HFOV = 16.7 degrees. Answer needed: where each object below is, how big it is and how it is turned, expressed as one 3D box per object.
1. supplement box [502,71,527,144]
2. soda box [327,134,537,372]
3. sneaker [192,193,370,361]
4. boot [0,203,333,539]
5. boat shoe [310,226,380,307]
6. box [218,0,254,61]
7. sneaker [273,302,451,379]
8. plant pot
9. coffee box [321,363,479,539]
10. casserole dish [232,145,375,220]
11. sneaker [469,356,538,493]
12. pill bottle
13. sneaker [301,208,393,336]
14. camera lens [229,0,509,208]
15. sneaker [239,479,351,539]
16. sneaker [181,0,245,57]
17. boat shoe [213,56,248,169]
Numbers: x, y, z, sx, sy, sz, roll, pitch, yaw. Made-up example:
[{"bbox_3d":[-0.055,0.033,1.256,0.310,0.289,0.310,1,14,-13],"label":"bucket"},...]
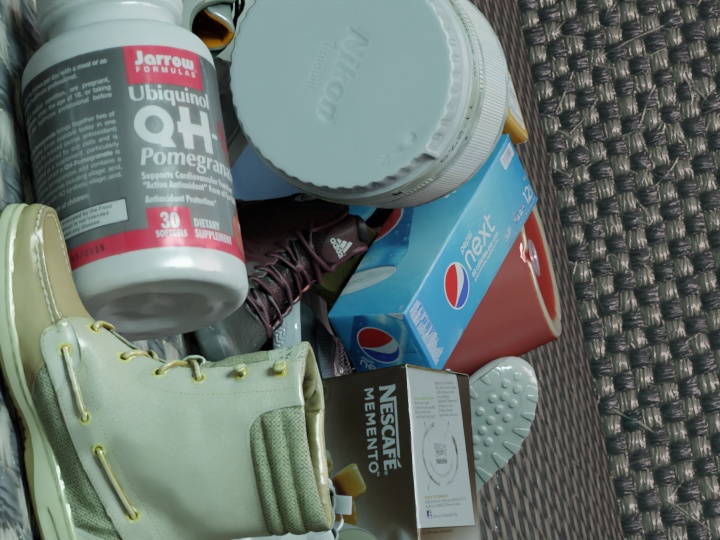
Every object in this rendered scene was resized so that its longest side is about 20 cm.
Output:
[{"bbox_3d":[0.080,-0.139,1.929,0.200,0.066,0.069,39,35,-73],"label":"supplement box"},{"bbox_3d":[0.054,-0.011,1.769,0.200,0.068,0.064,-58,132,-40],"label":"soda box"},{"bbox_3d":[-0.051,-0.003,1.644,0.200,0.115,0.076,-86,159,-58],"label":"sneaker"},{"bbox_3d":[-0.100,0.050,1.243,0.072,0.154,0.201,7,70,-78],"label":"boot"},{"bbox_3d":[-0.001,0.002,1.818,0.200,0.063,0.073,24,85,-55],"label":"boat shoe"},{"bbox_3d":[-0.030,-0.151,1.898,0.200,0.127,0.109,59,20,-58],"label":"box"},{"bbox_3d":[0.009,0.085,1.806,0.076,0.113,0.200,-92,164,-47],"label":"sneaker"},{"bbox_3d":[0.067,0.008,2.058,0.200,0.177,0.201,-14,90,-78],"label":"plant pot"},{"bbox_3d":[0.016,0.172,1.669,0.080,0.114,0.201,11,73,-52],"label":"coffee box"},{"bbox_3d":[-0.051,-0.088,1.769,0.039,0.121,0.200,44,-21,41],"label":"casserole dish"},{"bbox_3d":[0.084,0.144,2.062,0.076,0.200,0.081,27,26,-9],"label":"sneaker"},{"bbox_3d":[-0.129,-0.070,1.358,0.111,0.110,0.201,47,31,-68],"label":"pill bottle"},{"bbox_3d":[-0.003,-0.021,1.897,0.076,0.113,0.200,-96,167,-57],"label":"sneaker"},{"bbox_3d":[0.008,-0.122,1.601,0.200,0.159,0.161,-1,77,-78],"label":"camera lens"},{"bbox_3d":[-0.042,0.160,1.573,0.200,0.082,0.075,-82,156,-74],"label":"sneaker"},{"bbox_3d":[-0.105,-0.173,1.560,0.200,0.079,0.074,-61,161,-51],"label":"sneaker"},{"bbox_3d":[-0.116,-0.103,1.596,0.200,0.072,0.069,-66,142,-58],"label":"boat shoe"}]
